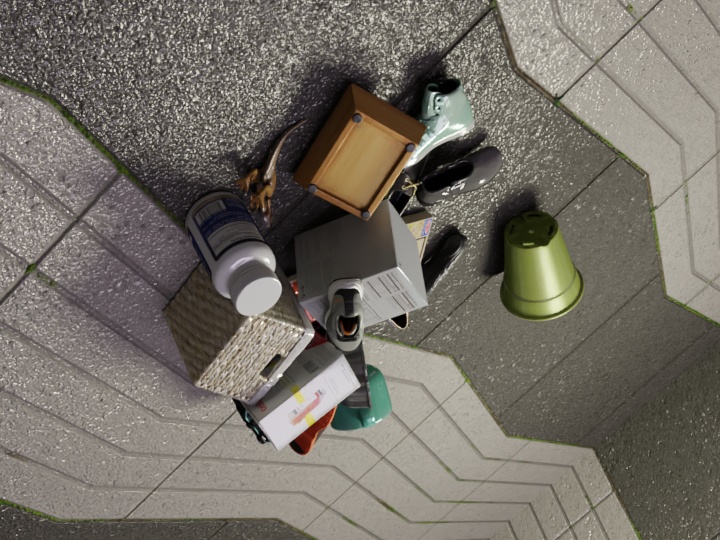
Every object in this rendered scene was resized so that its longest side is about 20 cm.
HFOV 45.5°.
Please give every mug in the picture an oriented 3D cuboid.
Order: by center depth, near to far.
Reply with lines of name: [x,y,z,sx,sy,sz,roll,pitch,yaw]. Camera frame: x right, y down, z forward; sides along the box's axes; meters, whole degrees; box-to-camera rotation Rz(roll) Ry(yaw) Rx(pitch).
mug: [-0.002,0.278,1.942,0.151,0.183,0.117,-24,103,-41]

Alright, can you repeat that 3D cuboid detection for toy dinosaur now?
toy dinosaur: [-0.158,-0.160,1.437,0.106,0.060,0.203,-53,167,-55]

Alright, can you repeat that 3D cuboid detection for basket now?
basket: [-0.221,0.097,1.536,0.159,0.201,0.199,20,118,-47]

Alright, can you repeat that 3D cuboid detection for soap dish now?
soap dish: [-0.001,-0.191,1.454,0.155,0.082,0.201,25,118,-21]

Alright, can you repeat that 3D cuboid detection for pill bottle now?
pill bottle: [-0.205,-0.026,1.409,0.109,0.201,0.112,-21,143,-17]

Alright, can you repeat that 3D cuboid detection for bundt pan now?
bundt pan: [-0.025,0.195,1.796,0.074,0.205,0.204,-10,142,-1]

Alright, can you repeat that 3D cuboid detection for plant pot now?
plant pot: [0.400,-0.026,1.953,0.197,0.201,0.192,-29,131,-9]

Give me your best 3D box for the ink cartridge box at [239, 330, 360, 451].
ink cartridge box: [-0.120,0.223,1.618,0.199,0.145,0.084,-36,117,-13]

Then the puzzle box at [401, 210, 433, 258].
puzzle box: [0.074,-0.023,1.775,0.131,0.025,0.203,-18,136,-33]

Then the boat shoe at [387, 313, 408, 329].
boat shoe: [0.062,0.049,1.751,0.072,0.072,0.201,-39,144,-7]

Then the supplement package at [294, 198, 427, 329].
supplement package: [0.000,0.000,1.588,0.196,0.154,0.151,-20,143,18]

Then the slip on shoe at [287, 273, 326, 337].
slip on shoe: [-0.108,0.074,1.722,0.073,0.062,0.202,-28,142,-7]

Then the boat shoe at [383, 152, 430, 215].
boat shoe: [0.078,-0.157,1.618,0.071,0.061,0.203,7,126,-44]

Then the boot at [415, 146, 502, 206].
boot: [0.199,-0.185,1.633,0.198,0.071,0.132,-32,177,-9]

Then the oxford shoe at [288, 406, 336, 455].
oxford shoe: [-0.087,0.287,1.733,0.072,0.071,0.201,-41,167,-49]

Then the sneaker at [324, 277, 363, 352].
sneaker: [-0.027,0.095,1.514,0.072,0.081,0.202,-4,147,-3]

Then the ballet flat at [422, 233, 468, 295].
ballet flat: [0.165,0.004,1.867,0.200,0.067,0.056,-47,149,15]

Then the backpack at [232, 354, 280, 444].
backpack: [-0.163,0.233,1.773,0.198,0.154,0.177,-31,141,-5]

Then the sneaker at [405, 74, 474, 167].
sneaker: [0.101,-0.266,1.513,0.198,0.074,0.119,-30,137,-5]
